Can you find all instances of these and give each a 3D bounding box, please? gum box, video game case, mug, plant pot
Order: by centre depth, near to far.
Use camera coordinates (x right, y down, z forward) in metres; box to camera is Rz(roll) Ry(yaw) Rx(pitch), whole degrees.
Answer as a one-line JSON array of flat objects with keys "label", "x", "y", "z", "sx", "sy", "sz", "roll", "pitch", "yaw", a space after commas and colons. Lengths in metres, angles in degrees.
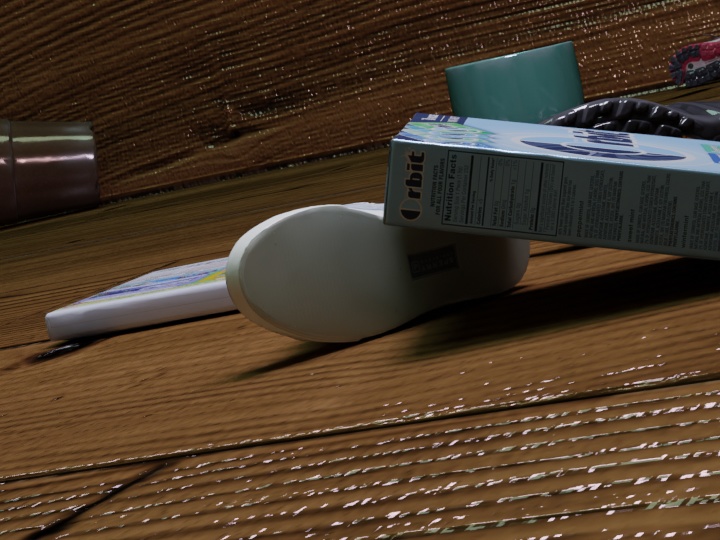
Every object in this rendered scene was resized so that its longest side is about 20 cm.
[{"label": "gum box", "x": 0.117, "y": -0.043, "z": 1.031, "sx": 0.198, "sy": 0.045, "sz": 0.170, "roll": 7, "pitch": 10, "yaw": 4}, {"label": "video game case", "x": -0.090, "y": 0.009, "z": 1.421, "sx": 0.199, "sy": 0.022, "sz": 0.182, "roll": -10, "pitch": 6, "yaw": 19}, {"label": "mug", "x": 0.194, "y": -0.195, "z": 2.385, "sx": 0.184, "sy": 0.115, "sz": 0.152, "roll": -15, "pitch": 5, "yaw": -33}, {"label": "plant pot", "x": -0.558, "y": -0.177, "z": 3.613, "sx": 0.197, "sy": 0.202, "sz": 0.200, "roll": -4, "pitch": 4, "yaw": -9}]

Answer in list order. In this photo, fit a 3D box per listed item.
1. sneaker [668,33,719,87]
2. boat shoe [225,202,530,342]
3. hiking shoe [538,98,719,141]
[{"label": "sneaker", "x": 0.571, "y": -0.335, "z": 3.161, "sx": 0.199, "sy": 0.081, "sz": 0.075, "roll": -11, "pitch": 4, "yaw": 22}, {"label": "boat shoe", "x": 0.000, "y": -0.001, "z": 1.094, "sx": 0.200, "sy": 0.071, "sz": 0.071, "roll": -9, "pitch": 1, "yaw": -41}, {"label": "hiking shoe", "x": 0.188, "y": -0.068, "z": 1.307, "sx": 0.199, "sy": 0.076, "sz": 0.101, "roll": -4, "pitch": -5, "yaw": -12}]
